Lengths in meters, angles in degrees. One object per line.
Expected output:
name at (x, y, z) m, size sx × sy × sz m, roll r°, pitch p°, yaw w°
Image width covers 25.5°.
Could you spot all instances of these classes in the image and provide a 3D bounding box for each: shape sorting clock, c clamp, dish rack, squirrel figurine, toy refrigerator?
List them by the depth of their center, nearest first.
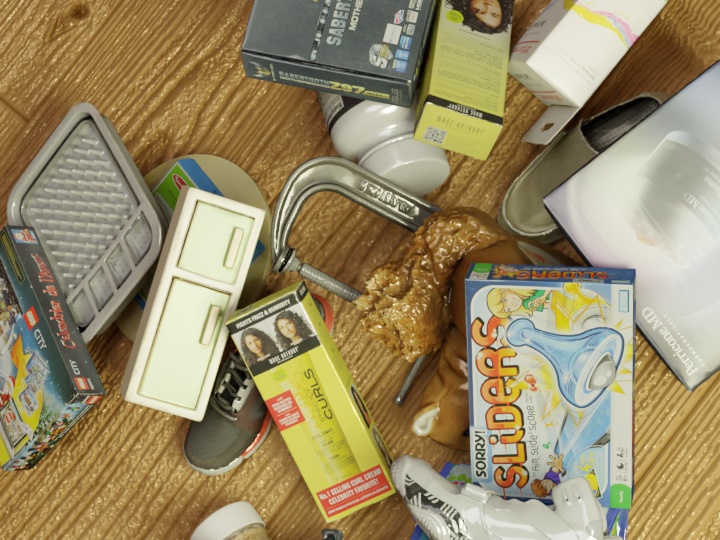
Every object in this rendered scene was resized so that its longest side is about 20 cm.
squirrel figurine at (0.092, 0.055, 1.384) m, size 0.199 × 0.142 × 0.187 m, roll 33°, pitch 108°, yaw 3°
c clamp at (0.000, 0.000, 1.430) m, size 0.199 × 0.027 × 0.171 m, roll 33°, pitch 97°, yaw -5°
toy refrigerator at (-0.154, 0.029, 1.455) m, size 0.075 × 0.070 × 0.201 m, roll 18°, pitch 90°, yaw -13°
shape sorting clock at (-0.170, -0.016, 1.556) m, size 0.199 × 0.039 × 0.202 m, roll -8°, pitch 75°, yaw 30°
dish rack at (-0.262, -0.045, 1.565) m, size 0.172 × 0.043 × 0.201 m, roll -48°, pitch 60°, yaw 28°

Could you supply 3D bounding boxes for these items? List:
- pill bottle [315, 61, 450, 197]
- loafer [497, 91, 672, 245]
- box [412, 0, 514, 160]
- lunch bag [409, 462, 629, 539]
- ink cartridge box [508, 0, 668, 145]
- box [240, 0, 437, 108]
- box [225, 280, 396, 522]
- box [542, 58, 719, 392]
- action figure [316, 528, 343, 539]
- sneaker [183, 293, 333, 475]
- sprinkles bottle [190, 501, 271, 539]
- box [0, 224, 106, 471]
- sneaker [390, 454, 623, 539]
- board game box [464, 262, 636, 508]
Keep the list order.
pill bottle at (0.016, -0.168, 1.492) m, size 0.111 × 0.111 × 0.201 m, roll -23°, pitch 68°, yaw 13°
loafer at (0.202, -0.098, 1.424) m, size 0.200 × 0.068 × 0.076 m, roll -39°, pitch 65°, yaw 6°
box at (0.096, -0.196, 1.448) m, size 0.075 × 0.050 × 0.201 m, roll 15°, pitch 51°, yaw -9°
lunch bag at (0.126, 0.258, 1.324) m, size 0.169 × 0.128 × 0.201 m, roll 6°, pitch 55°, yaw 22°
ink cartridge box at (0.195, -0.210, 1.427) m, size 0.067 × 0.117 × 0.200 m, roll 39°, pitch 90°, yaw -9°
box at (-0.009, -0.256, 1.441) m, size 0.157 × 0.051 × 0.201 m, roll 12°, pitch 68°, yaw 8°
box at (-0.041, 0.115, 1.406) m, size 0.075 × 0.050 × 0.201 m, roll -24°, pitch 98°, yaw 11°
box at (0.286, -0.039, 1.316) m, size 0.198 × 0.123 × 0.200 m, roll -39°, pitch 85°, yaw 8°
action figure at (-0.063, 0.293, 1.316) m, size 0.192 × 0.105 × 0.201 m, roll -8°, pitch 53°, yaw 0°
sneaker at (-0.108, 0.096, 1.476) m, size 0.077 × 0.082 × 0.201 m, roll 33°, pitch 87°, yaw 26°
sprinkles bottle at (-0.074, 0.301, 1.410) m, size 0.068 × 0.068 × 0.200 m, roll -40°, pitch 65°, yaw 5°
box at (-0.336, 0.076, 1.567) m, size 0.137 × 0.038 × 0.201 m, roll -42°, pitch 63°, yaw 29°
sneaker at (0.120, 0.194, 1.245) m, size 0.115 × 0.075 × 0.200 m, roll -42°, pitch 62°, yaw -8°
board game box at (0.155, 0.094, 1.292) m, size 0.134 × 0.034 × 0.201 m, roll 2°, pitch 113°, yaw 14°
